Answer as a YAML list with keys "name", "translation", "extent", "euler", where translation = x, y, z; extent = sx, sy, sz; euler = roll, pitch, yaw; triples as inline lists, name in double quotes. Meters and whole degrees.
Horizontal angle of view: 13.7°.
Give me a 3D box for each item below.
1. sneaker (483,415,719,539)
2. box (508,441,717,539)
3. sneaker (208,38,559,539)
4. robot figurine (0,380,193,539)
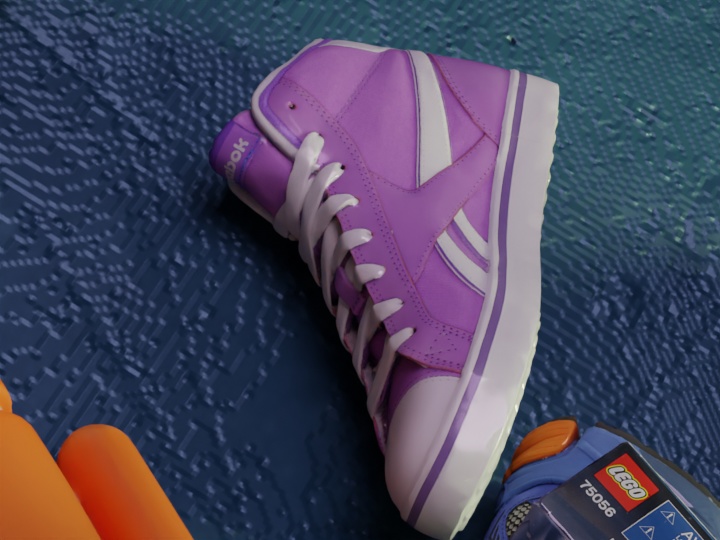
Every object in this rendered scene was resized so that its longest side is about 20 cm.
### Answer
- name: "sneaker"
  translation: [0.118, 0.132, 0.941]
  extent: [0.200, 0.075, 0.079]
  euler: [31, 58, 11]
- name: "box"
  translation: [0.067, 0.154, 0.808]
  extent: [0.040, 0.200, 0.137]
  euler: [-29, 71, -36]
- name: "sneaker"
  translation: [0.000, 0.000, 0.983]
  extent: [0.114, 0.073, 0.201]
  euler: [16, 41, -7]
- name: "robot figurine"
  translation: [-0.122, 0.097, 0.825]
  extent: [0.144, 0.117, 0.200]
  euler: [-36, 70, 6]
